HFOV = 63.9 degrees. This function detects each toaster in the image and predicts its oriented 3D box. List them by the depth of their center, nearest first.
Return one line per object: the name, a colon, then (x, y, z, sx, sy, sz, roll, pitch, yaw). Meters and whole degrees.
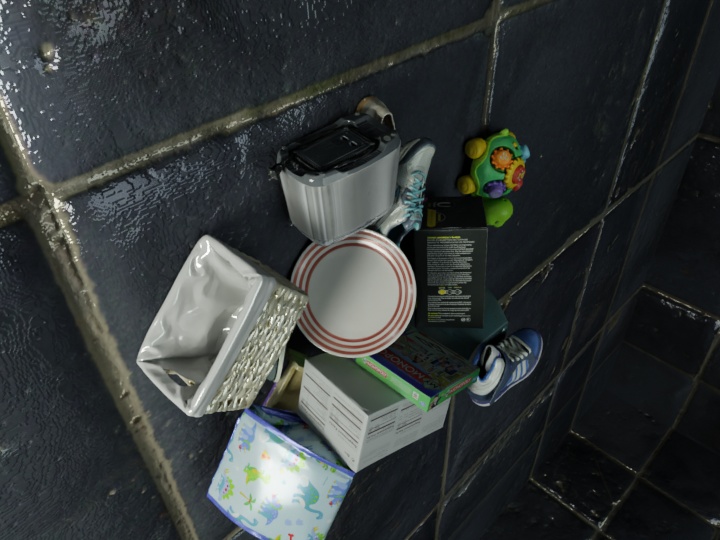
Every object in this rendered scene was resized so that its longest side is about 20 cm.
toaster: (-0.033, -0.124, 0.817, 0.200, 0.114, 0.130, -33, 141, -27)

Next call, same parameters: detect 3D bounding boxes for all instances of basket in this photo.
basket: (-0.177, 0.075, 0.769, 0.123, 0.135, 0.201, 22, 98, -57)

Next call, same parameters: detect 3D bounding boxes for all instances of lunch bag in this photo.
lunch bag: (-0.124, 0.325, 0.914, 0.127, 0.199, 0.171, -72, -174, -84)

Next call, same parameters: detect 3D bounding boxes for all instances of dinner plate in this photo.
dinner plate: (-0.012, 0.034, 0.900, 0.201, 0.200, 0.024, -59, 170, 1)

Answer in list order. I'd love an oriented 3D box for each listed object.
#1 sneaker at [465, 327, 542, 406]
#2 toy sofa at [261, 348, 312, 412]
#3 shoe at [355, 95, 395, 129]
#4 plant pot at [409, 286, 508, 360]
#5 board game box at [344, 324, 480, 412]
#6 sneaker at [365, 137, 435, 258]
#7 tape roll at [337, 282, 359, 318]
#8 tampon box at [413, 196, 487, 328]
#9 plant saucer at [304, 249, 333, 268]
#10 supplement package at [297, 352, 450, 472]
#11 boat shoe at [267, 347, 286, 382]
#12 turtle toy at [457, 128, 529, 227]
sneaker: (0.275, 0.163, 1.096, 0.200, 0.081, 0.147, -43, 147, -12)
toy sofa: (-0.138, 0.238, 1.003, 0.083, 0.098, 0.201, 27, 94, -32)
shoe: (0.031, -0.173, 0.912, 0.070, 0.053, 0.201, -38, 141, -27)
plant pot: (0.192, 0.128, 1.214, 0.195, 0.200, 0.197, -30, 137, -36)
board game box: (0.071, 0.138, 0.921, 0.134, 0.200, 0.029, -16, 126, -45)
sneaker: (0.074, -0.108, 0.904, 0.077, 0.086, 0.201, 3, 122, -42)
tape roll: (0.011, 0.066, 1.010, 0.200, 0.048, 0.201, -31, 136, -34)
tampon box: (0.161, -0.017, 1.057, 0.150, 0.126, 0.201, -76, 165, -61)
plant saucer: (0.000, 0.000, 1.021, 0.200, 0.037, 0.200, -36, 140, -28)
supplement package: (0.025, 0.201, 0.935, 0.199, 0.156, 0.111, -12, 123, -41)
boat shoe: (-0.146, 0.098, 0.908, 0.061, 0.073, 0.201, 5, 129, -6)
turtle toy: (0.276, -0.187, 1.166, 0.145, 0.101, 0.201, -23, 132, -40)
